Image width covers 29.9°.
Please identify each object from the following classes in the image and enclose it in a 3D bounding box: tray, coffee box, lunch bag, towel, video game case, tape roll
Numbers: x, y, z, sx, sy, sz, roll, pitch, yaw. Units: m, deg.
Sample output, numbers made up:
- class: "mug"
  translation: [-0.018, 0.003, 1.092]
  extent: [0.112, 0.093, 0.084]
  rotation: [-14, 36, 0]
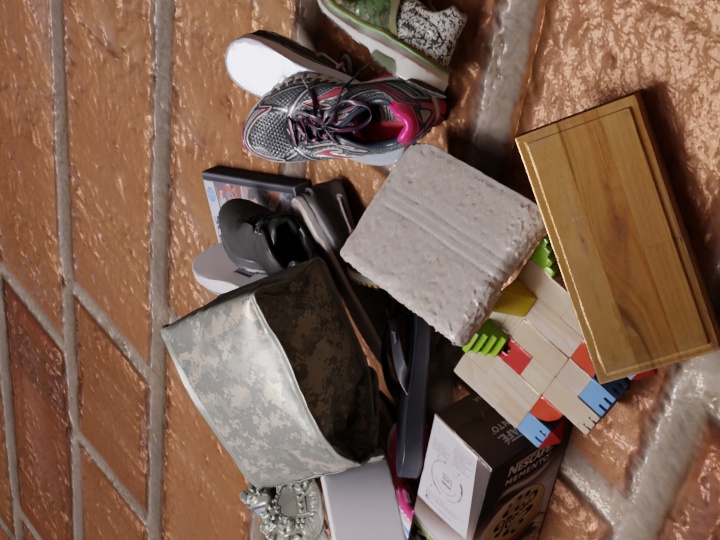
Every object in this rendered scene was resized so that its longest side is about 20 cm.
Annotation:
- class: "tray"
  translation: [0.198, -0.024, 1.030]
  extent: [0.097, 0.037, 0.203]
  rotation: [-18, 97, 22]
- class: "coffee box"
  translation: [0.119, 0.204, 1.271]
  extent: [0.080, 0.112, 0.202]
  rotation: [42, 141, 33]
- class: "lunch bag"
  translation: [-0.076, 0.110, 1.310]
  extent: [0.163, 0.117, 0.202]
  rotation: [-20, 96, 45]
- class: "towel"
  translation: [0.068, -0.027, 1.144]
  extent: [0.133, 0.034, 0.200]
  rotation: [-56, 38, 3]
- class: "video game case"
  translation: [-0.104, -0.021, 1.540]
  extent: [0.199, 0.025, 0.183]
  rotation: [14, 121, 52]
- class: "tape roll"
  translation: [0.008, 0.285, 1.362]
  extent: [0.202, 0.070, 0.206]
  rotation: [169, 90, -87]

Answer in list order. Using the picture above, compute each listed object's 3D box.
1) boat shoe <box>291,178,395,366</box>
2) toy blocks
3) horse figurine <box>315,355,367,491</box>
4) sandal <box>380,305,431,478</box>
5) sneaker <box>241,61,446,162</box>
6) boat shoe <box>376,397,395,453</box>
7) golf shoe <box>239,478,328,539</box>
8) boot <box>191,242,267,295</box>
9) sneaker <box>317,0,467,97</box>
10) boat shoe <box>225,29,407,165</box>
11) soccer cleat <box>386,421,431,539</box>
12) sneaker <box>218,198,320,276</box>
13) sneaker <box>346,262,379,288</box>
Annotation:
- class: "boat shoe"
  translation: [0.000, 0.000, 1.375]
  extent: [0.202, 0.056, 0.067]
  rotation: [61, 168, 1]
- class: "toy blocks"
  translation: [0.171, 0.074, 1.142]
  extent: [0.136, 0.100, 0.201]
  rotation: [42, 133, 13]
- class: "horse figurine"
  translation: [-0.042, 0.166, 1.433]
  extent: [0.133, 0.050, 0.200]
  rotation: [49, 133, -3]
- class: "sandal"
  translation: [0.041, 0.095, 1.287]
  extent: [0.076, 0.042, 0.203]
  rotation: [104, 170, -63]
- class: "sneaker"
  translation: [-0.024, -0.138, 1.221]
  extent: [0.197, 0.075, 0.082]
  rotation: [-9, 110, 27]
- class: "boat shoe"
  translation: [-0.038, 0.151, 1.507]
  extent: [0.199, 0.073, 0.077]
  rotation: [38, 139, 38]
- class: "golf shoe"
  translation: [-0.059, 0.261, 1.420]
  extent: [0.097, 0.078, 0.200]
  rotation: [45, 175, -14]
- class: "boot"
  translation: [-0.121, 0.033, 1.513]
  extent: [0.199, 0.072, 0.091]
  rotation: [26, 146, 57]
- class: "sneaker"
  translation: [0.034, -0.229, 1.181]
  extent: [0.089, 0.076, 0.200]
  rotation: [-54, 47, 13]
- class: "boat shoe"
  translation: [-0.034, -0.171, 1.297]
  extent: [0.197, 0.068, 0.074]
  rotation: [26, 123, 13]
- class: "soccer cleat"
  translation: [0.056, 0.249, 1.433]
  extent: [0.086, 0.069, 0.203]
  rotation: [2, 112, 57]
- class: "sneaker"
  translation: [-0.087, -0.031, 1.397]
  extent: [0.200, 0.075, 0.092]
  rotation: [40, 152, 41]
- class: "sneaker"
  translation: [0.056, -0.033, 1.261]
  extent: [0.198, 0.074, 0.092]
  rotation: [2, 104, 49]
